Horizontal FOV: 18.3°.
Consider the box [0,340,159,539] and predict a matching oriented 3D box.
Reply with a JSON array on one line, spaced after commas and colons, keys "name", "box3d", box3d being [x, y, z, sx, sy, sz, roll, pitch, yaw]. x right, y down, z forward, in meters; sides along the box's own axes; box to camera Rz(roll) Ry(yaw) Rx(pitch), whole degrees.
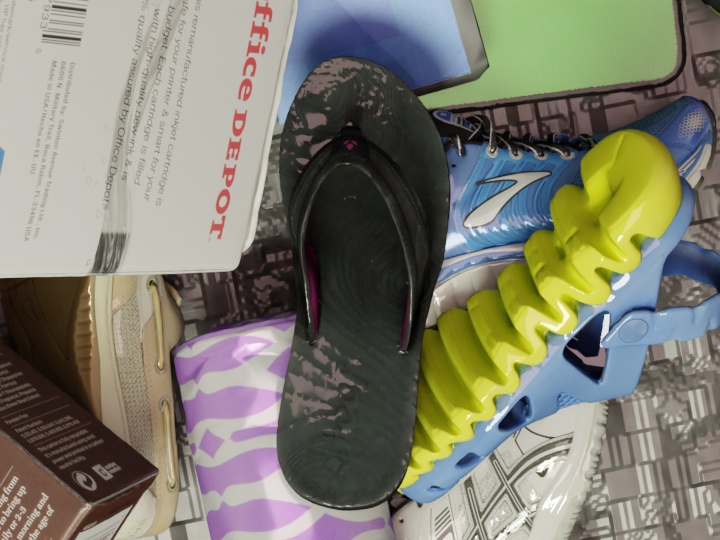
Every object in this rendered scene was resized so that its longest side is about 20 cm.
[{"name": "box", "box3d": [-0.198, 0.071, 0.970, 0.200, 0.075, 0.100, 38, 108, 11]}]

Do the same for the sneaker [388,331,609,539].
[{"name": "sneaker", "box3d": [0.053, 0.108, 1.038, 0.088, 0.076, 0.200, 18, 93, -5]}]

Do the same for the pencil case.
[{"name": "pencil case", "box3d": [-0.028, 0.116, 1.004, 0.084, 0.085, 0.200, -10, 85, -7]}]

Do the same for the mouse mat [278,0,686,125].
[{"name": "mouse mat", "box3d": [0.048, -0.155, 1.050, 0.200, 0.008, 0.161, -7, 95, -2]}]

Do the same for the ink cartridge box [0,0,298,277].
[{"name": "ink cartridge box", "box3d": [-0.121, -0.076, 0.856, 0.084, 0.200, 0.145, 19, 101, 33]}]

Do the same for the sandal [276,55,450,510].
[{"name": "sandal", "box3d": [0.001, 0.001, 0.956, 0.075, 0.048, 0.201, 0, 76, 2]}]

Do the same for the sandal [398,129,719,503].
[{"name": "sandal", "box3d": [0.087, 0.035, 0.972, 0.087, 0.080, 0.200, 32, 118, -27]}]

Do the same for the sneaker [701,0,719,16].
[{"name": "sneaker", "box3d": [0.191, -0.140, 1.040, 0.083, 0.072, 0.200, -12, 112, 39]}]

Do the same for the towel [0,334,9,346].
[{"name": "towel", "box3d": [-0.232, 0.100, 1.048, 0.200, 0.023, 0.144, -36, 96, 0]}]

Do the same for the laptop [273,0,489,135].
[{"name": "laptop", "box3d": [-0.060, -0.123, 0.971, 0.200, 0.103, 0.178, -38, 118, -41]}]

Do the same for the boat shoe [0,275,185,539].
[{"name": "boat shoe", "box3d": [-0.118, 0.024, 1.030, 0.072, 0.065, 0.200, -14, 78, 41]}]

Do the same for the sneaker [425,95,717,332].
[{"name": "sneaker", "box3d": [0.068, -0.039, 1.026, 0.200, 0.079, 0.089, -23, 98, -1]}]
